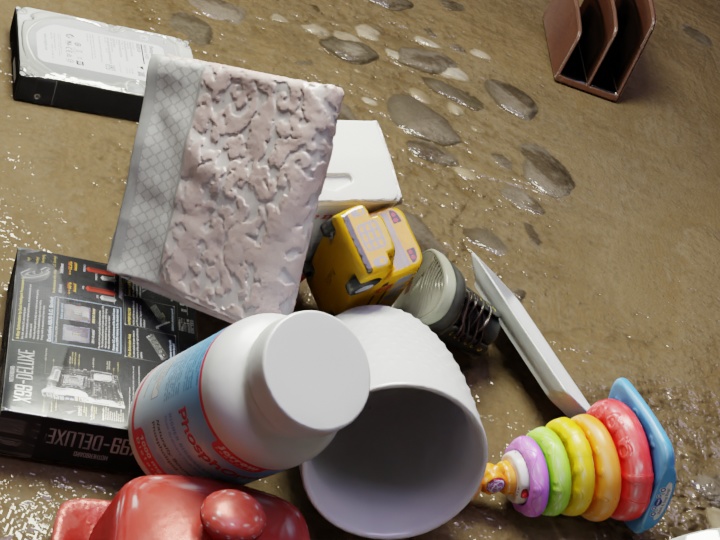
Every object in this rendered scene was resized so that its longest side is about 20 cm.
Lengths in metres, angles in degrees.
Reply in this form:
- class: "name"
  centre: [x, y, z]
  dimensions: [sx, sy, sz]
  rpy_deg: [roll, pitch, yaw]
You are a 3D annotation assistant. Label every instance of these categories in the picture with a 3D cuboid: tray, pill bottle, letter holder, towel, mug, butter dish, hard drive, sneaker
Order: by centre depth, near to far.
- class: "butter dish"
  centre: [-0.104, 0.207, 0.905]
  dimensions: [0.199, 0.148, 0.200]
  rpy_deg: [15, 35, -16]
- class: "pill bottle"
  centre: [-0.080, 0.094, 0.954]
  dimensions: [0.108, 0.200, 0.109]
  rpy_deg: [12, 67, -29]
- class: "towel"
  centre: [-0.114, -0.067, 1.087]
  dimensions: [0.190, 0.201, 0.032]
  rpy_deg: [17, 6, 31]
- class: "mug"
  centre: [-0.006, 0.099, 1.100]
  dimensions: [0.199, 0.148, 0.176]
  rpy_deg: [25, 21, -19]
- class: "sneaker"
  centre: [0.092, 0.035, 1.248]
  dimensions: [0.106, 0.075, 0.200]
  rpy_deg: [23, -4, -8]
- class: "tray"
  centre: [0.169, 0.075, 1.327]
  dimensions: [0.107, 0.022, 0.200]
  rpy_deg: [41, 15, -49]
- class: "hard drive"
  centre: [-0.276, -0.221, 1.462]
  dimensions: [0.199, 0.038, 0.140]
  rpy_deg: [9, 38, -23]
- class: "letter holder"
  centre: [0.344, -0.364, 1.939]
  dimensions: [0.100, 0.142, 0.200]
  rpy_deg: [17, 35, -11]

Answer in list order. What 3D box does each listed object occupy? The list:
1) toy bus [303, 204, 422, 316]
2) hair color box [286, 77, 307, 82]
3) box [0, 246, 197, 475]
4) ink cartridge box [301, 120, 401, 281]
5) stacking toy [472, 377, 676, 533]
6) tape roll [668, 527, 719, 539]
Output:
- class: "toy bus"
  centre: [0.000, 0.000, 1.196]
  dimensions: [0.078, 0.200, 0.065]
  rpy_deg: [-20, 77, -17]
- class: "hair color box"
  centre: [-0.130, -0.108, 1.257]
  dimensions: [0.100, 0.200, 0.061]
  rpy_deg: [4, 65, -27]
- class: "box"
  centre: [-0.213, 0.073, 1.100]
  dimensions: [0.157, 0.050, 0.200]
  rpy_deg: [11, 37, -19]
- class: "ink cartridge box"
  centre: [-0.080, -0.055, 1.207]
  dimensions: [0.145, 0.200, 0.085]
  rpy_deg: [-3, 70, -35]
- class: "stacking toy"
  centre: [0.163, 0.174, 1.171]
  dimensions: [0.199, 0.116, 0.110]
  rpy_deg: [-5, 40, -19]
- class: "tape roll"
  centre: [0.271, 0.302, 0.964]
  dimensions: [0.202, 0.203, 0.139]
  rpy_deg: [14, 35, -15]
